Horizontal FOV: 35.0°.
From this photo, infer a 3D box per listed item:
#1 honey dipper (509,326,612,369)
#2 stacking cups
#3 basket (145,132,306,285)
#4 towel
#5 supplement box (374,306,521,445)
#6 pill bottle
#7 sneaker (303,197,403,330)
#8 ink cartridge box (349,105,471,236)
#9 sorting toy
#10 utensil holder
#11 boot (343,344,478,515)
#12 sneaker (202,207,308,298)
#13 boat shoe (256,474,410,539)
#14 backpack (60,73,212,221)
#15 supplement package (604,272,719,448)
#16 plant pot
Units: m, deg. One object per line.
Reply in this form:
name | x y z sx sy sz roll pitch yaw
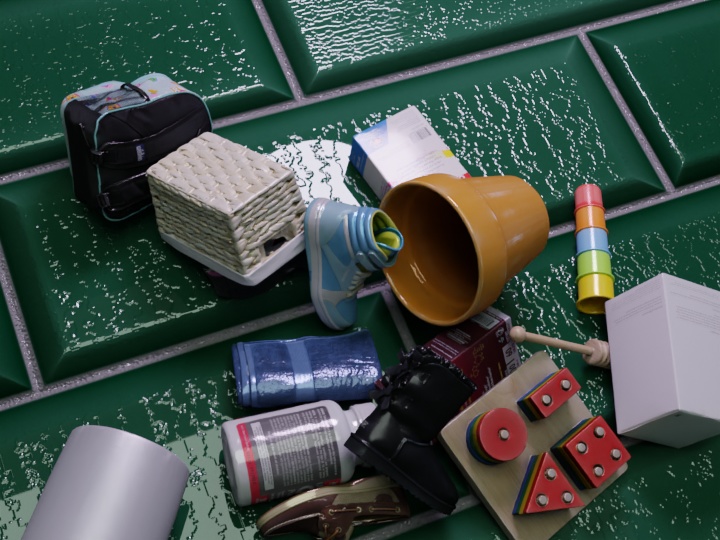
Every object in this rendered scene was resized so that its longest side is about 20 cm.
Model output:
honey dipper | 0.282 0.105 1.579 0.200 0.038 0.038 13 58 -35
stacking cups | 0.349 -0.034 1.703 0.060 0.061 0.200 8 59 -5
basket | -0.179 -0.089 1.553 0.200 0.123 0.136 27 52 36
towel | -0.071 0.132 1.536 0.200 0.049 0.112 -3 36 -10
supplement box | 0.122 0.145 1.540 0.200 0.109 0.061 -35 39 -21
pill bottle | -0.072 0.229 1.473 0.200 0.111 0.111 -11 66 -13
sneaker | 0.000 0.000 1.542 0.130 0.200 0.080 6 34 24
ink cartridge box | 0.087 -0.134 1.703 0.116 0.067 0.200 -29 71 -19
sorting toy | 0.240 0.236 1.514 0.199 0.070 0.200 -35 88 -22
utensil holder | -0.311 0.310 1.369 0.170 0.170 0.200 17 59 0
boot | 0.089 0.199 1.442 0.198 0.073 0.163 39 85 -26
sneaker | -0.133 -0.029 1.626 0.200 0.080 0.086 -19 50 -20
boat shoe | -0.031 0.317 1.461 0.200 0.072 0.072 -10 64 -20
backpack | -0.314 -0.184 1.610 0.200 0.176 0.153 -23 38 -30
supplement package | 0.427 0.127 1.576 0.121 0.120 0.200 17 59 -28
plant pot | 0.153 -0.048 1.558 0.183 0.200 0.200 -22 68 -37
